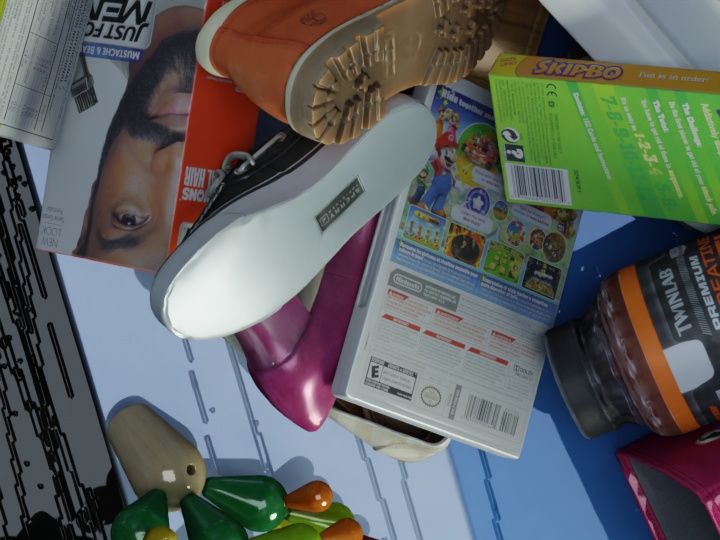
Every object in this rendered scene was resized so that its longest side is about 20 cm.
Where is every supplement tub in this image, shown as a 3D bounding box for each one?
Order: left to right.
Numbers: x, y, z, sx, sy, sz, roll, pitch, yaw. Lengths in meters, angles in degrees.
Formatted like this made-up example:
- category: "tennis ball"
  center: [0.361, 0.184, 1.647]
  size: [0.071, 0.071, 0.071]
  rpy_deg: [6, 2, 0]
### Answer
- category: "supplement tub"
  center: [0.212, 0.032, 1.278]
  size: [0.199, 0.107, 0.107]
  rpy_deg: [-23, 96, 11]

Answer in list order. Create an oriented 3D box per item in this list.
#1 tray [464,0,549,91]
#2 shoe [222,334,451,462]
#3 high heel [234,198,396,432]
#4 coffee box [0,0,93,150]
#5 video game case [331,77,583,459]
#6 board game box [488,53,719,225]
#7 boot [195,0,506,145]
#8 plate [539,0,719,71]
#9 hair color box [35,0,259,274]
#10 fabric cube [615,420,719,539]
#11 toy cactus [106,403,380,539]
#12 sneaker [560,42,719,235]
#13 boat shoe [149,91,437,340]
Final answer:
- category: "tray"
  center: [0.016, -0.178, 1.308]
  size: [0.199, 0.037, 0.099]
  rpy_deg: [18, 91, -9]
- category: "shoe"
  center: [-0.023, 0.045, 1.306]
  size: [0.200, 0.053, 0.070]
  rpy_deg: [38, 88, -8]
- category: "high heel"
  center: [0.000, 0.000, 1.282]
  size: [0.200, 0.067, 0.096]
  rpy_deg: [-50, 120, -37]
- category: "coffee box"
  center: [-0.258, -0.190, 1.167]
  size: [0.199, 0.198, 0.201]
  rpy_deg: [15, 91, 10]
- category: "video game case"
  center: [0.065, -0.003, 1.285]
  size: [0.143, 0.018, 0.201]
  rpy_deg: [22, 79, -36]
- category: "board game box"
  center: [0.174, -0.071, 1.220]
  size: [0.199, 0.030, 0.096]
  rpy_deg: [9, 134, 23]
- category: "boot"
  center: [0.000, -0.142, 1.211]
  size: [0.200, 0.107, 0.075]
  rpy_deg: [-30, 132, -42]
- category: "plate"
  center: [0.206, -0.175, 1.260]
  size: [0.200, 0.032, 0.200]
  rpy_deg: [45, 61, -23]
- category: "hair color box"
  center: [-0.117, -0.101, 1.252]
  size: [0.064, 0.111, 0.201]
  rpy_deg: [4, 94, -52]
- category: "fabric cube"
  center: [0.299, 0.159, 1.284]
  size: [0.199, 0.196, 0.201]
  rpy_deg: [-27, 96, -5]
- category: "toy cactus"
  center: [-0.093, 0.150, 1.274]
  size: [0.199, 0.102, 0.165]
  rpy_deg: [-17, 52, -35]
- category: "sneaker"
  center: [0.198, -0.079, 1.298]
  size: [0.200, 0.074, 0.079]
  rpy_deg: [23, 132, -19]
- category: "boat shoe"
  center: [-0.049, -0.040, 1.206]
  size: [0.199, 0.068, 0.074]
  rpy_deg: [-44, 136, -19]
